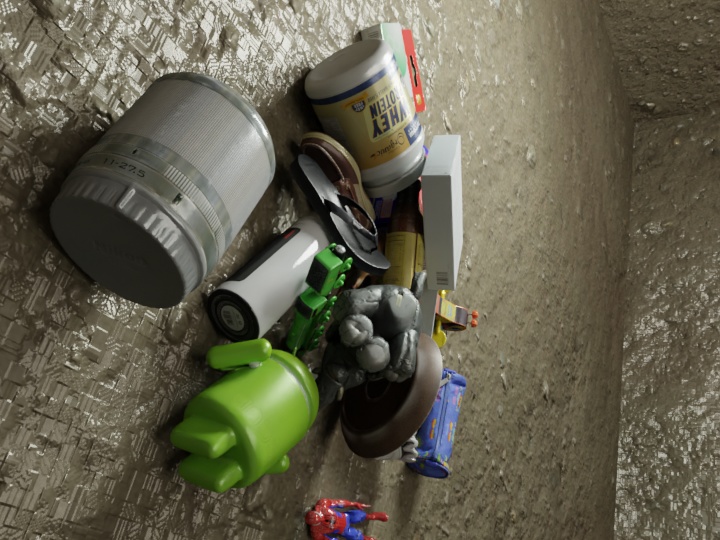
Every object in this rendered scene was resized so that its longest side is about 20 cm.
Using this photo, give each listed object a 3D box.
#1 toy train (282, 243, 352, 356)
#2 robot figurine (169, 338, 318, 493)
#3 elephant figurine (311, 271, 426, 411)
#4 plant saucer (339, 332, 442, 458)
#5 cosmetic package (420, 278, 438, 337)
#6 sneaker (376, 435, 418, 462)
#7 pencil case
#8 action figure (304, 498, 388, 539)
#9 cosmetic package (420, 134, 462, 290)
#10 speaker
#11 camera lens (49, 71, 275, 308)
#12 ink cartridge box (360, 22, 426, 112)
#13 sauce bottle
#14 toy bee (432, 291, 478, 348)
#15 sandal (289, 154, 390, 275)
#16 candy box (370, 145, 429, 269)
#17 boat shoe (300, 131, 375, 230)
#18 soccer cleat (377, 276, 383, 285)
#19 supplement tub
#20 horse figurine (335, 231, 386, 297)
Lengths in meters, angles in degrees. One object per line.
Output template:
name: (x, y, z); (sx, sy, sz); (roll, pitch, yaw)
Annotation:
toy train: (-0.062, 0.047, 0.845); (0.056, 0.042, 0.202); (-34, 156, -44)
robot figurine: (-0.126, 0.170, 0.759); (0.199, 0.114, 0.179); (-34, 122, -51)
elephant figurine: (-0.003, 0.107, 0.885); (0.152, 0.201, 0.144); (2, 61, -21)
plant saucer: (0.034, 0.172, 0.946); (0.032, 0.198, 0.203); (36, 55, -28)
cosmetic package: (0.098, 0.113, 1.114); (0.083, 0.049, 0.205); (-9, 107, -86)
sneaker: (0.050, 0.219, 1.036); (0.075, 0.079, 0.205); (-118, -155, -72)
pencil case: (0.144, 0.276, 1.199); (0.087, 0.076, 0.203); (87, 17, -60)
action figure: (-0.020, 0.379, 0.969); (0.199, 0.051, 0.067); (34, 63, -48)
cosmetic package: (0.135, -0.094, 1.047); (0.152, 0.050, 0.204); (-65, 153, -54)
speaker: (-0.106, 0.008, 0.840); (0.200, 0.080, 0.083); (-47, 125, -47)
camera lens: (-0.188, -0.085, 0.652); (0.161, 0.157, 0.202); (58, 43, -35)
ink cartridge box: (0.081, -0.368, 1.197); (0.199, 0.049, 0.164); (-30, 112, -52)
sauce bottle: (0.071, -0.046, 1.019); (0.066, 0.065, 0.204); (29, 62, -51)
toy bee: (0.163, 0.078, 1.224); (0.198, 0.107, 0.134); (4, 81, -56)
sandal: (-0.023, -0.078, 0.887); (0.201, 0.043, 0.076); (53, 25, -3)
candy box: (0.102, -0.117, 1.175); (0.199, 0.076, 0.173); (35, 60, -51)
boat shoe: (-0.038, -0.114, 0.971); (0.201, 0.071, 0.073); (62, 41, -44)
soccer cleat: (0.044, 0.029, 1.070); (0.201, 0.063, 0.085); (-66, 152, -51)
supplement tub: (0.015, -0.230, 0.992); (0.202, 0.142, 0.145); (62, 41, -31)
horse figurine: (0.000, 0.000, 0.987); (0.135, 0.049, 0.200); (-67, 163, 3)
